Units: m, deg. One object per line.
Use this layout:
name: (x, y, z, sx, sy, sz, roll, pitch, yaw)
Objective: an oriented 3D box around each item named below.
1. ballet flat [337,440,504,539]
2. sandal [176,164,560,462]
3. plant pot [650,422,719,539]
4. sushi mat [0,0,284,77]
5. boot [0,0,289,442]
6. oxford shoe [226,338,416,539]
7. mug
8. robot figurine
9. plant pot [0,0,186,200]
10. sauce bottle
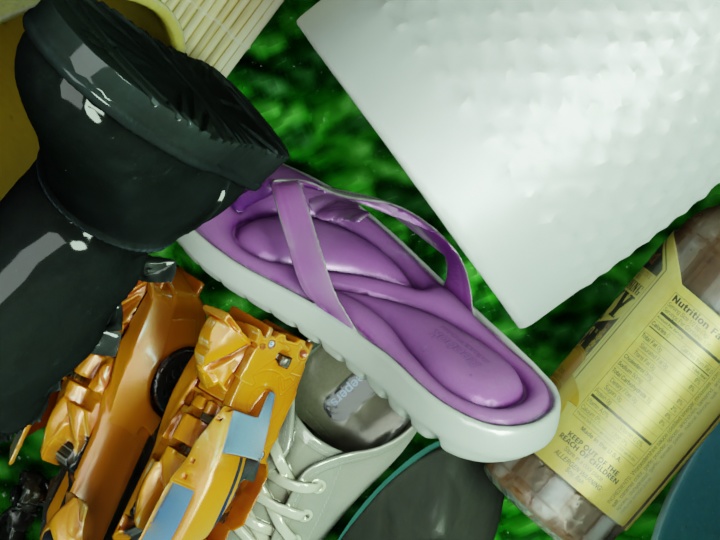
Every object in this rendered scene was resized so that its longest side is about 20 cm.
ballet flat: (-0.002, 0.159, 1.201, 0.068, 0.068, 0.200, 30, 107, -38)
sandal: (0.005, -0.002, 1.153, 0.203, 0.082, 0.050, 37, 127, 25)
plant pot: (0.244, 0.115, 1.116, 0.188, 0.200, 0.200, 40, 100, -15)
sushi mat: (-0.081, -0.116, 1.156, 0.096, 0.012, 0.200, 36, 128, -5)
boot: (-0.117, -0.013, 1.074, 0.162, 0.198, 0.073, -43, 75, 7)
oxford shoe: (-0.035, 0.087, 1.204, 0.075, 0.058, 0.200, 41, 101, -2)
mug: (0.075, -0.106, 1.134, 0.175, 0.148, 0.200, -36, 62, 2)
robot figurine: (-0.101, 0.098, 1.184, 0.145, 0.058, 0.200, 28, 93, 47)
plant pot: (-0.188, -0.081, 1.117, 0.200, 0.200, 0.142, -44, 70, 10)
sauce bottle: (0.133, 0.022, 1.171, 0.065, 0.065, 0.200, 41, 91, 0)
